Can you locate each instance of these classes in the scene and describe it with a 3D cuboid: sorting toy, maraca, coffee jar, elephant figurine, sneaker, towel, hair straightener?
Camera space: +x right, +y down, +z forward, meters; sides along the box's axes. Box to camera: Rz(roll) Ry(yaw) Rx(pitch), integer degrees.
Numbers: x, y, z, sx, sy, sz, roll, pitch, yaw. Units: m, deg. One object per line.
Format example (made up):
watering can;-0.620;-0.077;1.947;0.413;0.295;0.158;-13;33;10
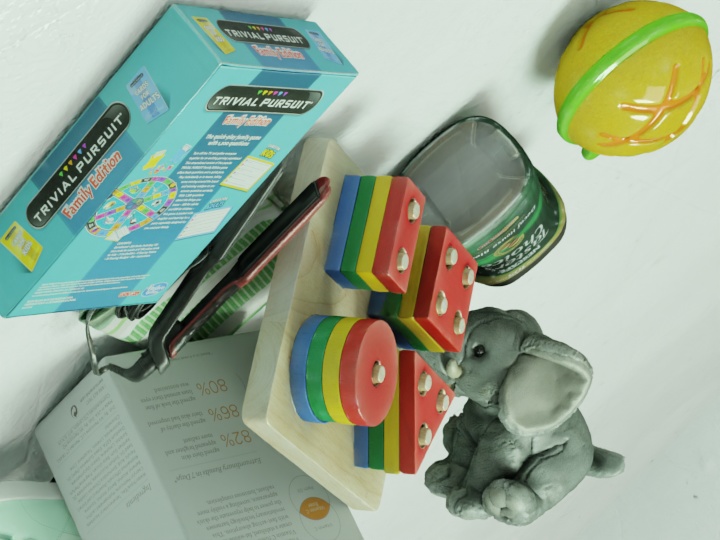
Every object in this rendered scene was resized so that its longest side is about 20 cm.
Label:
sorting toy;0.011;0.042;1.331;0.200;0.069;0.200;47;51;-58
maraca;0.209;-0.138;1.498;0.137;0.107;0.200;-33;164;4
coffee jar;0.098;-0.048;1.533;0.104;0.085;0.200;-41;164;6
elephant figurine;0.114;0.088;1.536;0.155;0.141;0.201;-34;128;-51
sneaker;-0.230;0.212;1.372;0.199;0.119;0.074;0;155;-31
towel;-0.099;0.005;1.357;0.152;0.023;0.200;-40;164;3
hair straightener;-0.111;-0.007;1.250;0.200;0.077;0.041;-45;-160;15

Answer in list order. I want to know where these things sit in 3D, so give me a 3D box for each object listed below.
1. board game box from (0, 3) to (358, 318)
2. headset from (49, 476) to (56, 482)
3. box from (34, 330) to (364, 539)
board game box;-0.112;-0.060;1.119;0.200;0.047;0.151;-47;162;22
headset;-0.217;0.210;1.505;0.200;0.094;0.124;-53;131;-17
box;-0.109;0.161;1.380;0.152;0.201;0.106;-8;154;-46
